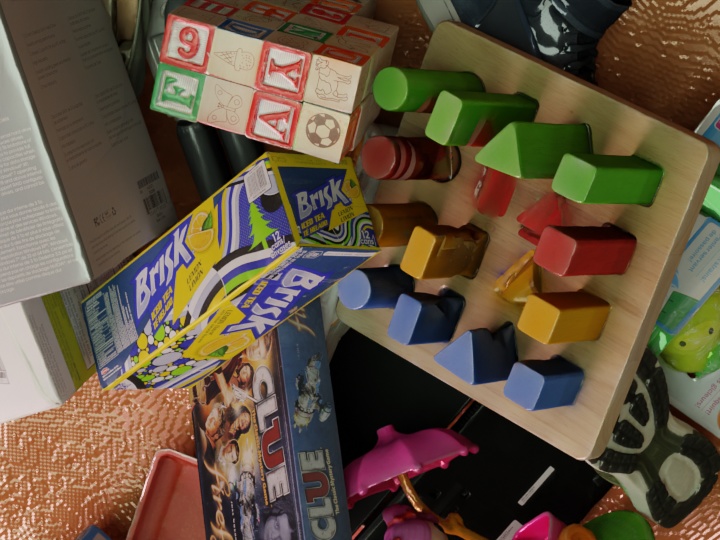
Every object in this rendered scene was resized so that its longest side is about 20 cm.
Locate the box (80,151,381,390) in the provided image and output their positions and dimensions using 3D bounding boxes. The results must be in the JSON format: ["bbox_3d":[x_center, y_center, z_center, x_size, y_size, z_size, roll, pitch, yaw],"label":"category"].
[{"bbox_3d":[-0.080,0.003,1.350,0.200,0.070,0.064,-35,64,41],"label":"box"}]

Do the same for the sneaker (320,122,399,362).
[{"bbox_3d":[0.000,0.000,1.454,0.092,0.076,0.200,10,110,-29],"label":"sneaker"}]

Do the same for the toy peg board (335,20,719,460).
[{"bbox_3d":[0.070,-0.020,1.308,0.200,0.098,0.199,30,108,32],"label":"toy peg board"}]

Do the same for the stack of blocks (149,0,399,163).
[{"bbox_3d":[-0.040,-0.131,1.358,0.115,0.200,0.059,16,110,6],"label":"stack of blocks"}]

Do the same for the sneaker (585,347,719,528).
[{"bbox_3d":[0.149,0.090,1.422,0.077,0.089,0.200,-49,136,-12],"label":"sneaker"}]

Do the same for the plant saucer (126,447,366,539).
[{"bbox_3d":[-0.072,0.235,1.570,0.200,0.037,0.200,21,110,3],"label":"plant saucer"}]

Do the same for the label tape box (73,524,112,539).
[{"bbox_3d":[-0.201,0.294,1.561,0.143,0.066,0.200,43,108,-4],"label":"label tape box"}]

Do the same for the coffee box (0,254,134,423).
[{"bbox_3d":[-0.277,-0.009,1.444,0.200,0.198,0.200,-16,102,16],"label":"coffee box"}]

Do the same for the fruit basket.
[{"bbox_3d":[0.245,0.018,1.412,0.200,0.094,0.185,37,110,-6],"label":"fruit basket"}]

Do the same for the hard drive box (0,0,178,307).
[{"bbox_3d":[-0.192,-0.095,1.313,0.077,0.156,0.200,-15,99,17],"label":"hard drive box"}]

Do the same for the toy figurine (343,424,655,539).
[{"bbox_3d":[0.061,0.183,1.391,0.184,0.200,0.150,36,132,-17],"label":"toy figurine"}]

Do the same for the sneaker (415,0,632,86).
[{"bbox_3d":[0.141,-0.129,1.374,0.146,0.077,0.202,-33,82,17],"label":"sneaker"}]

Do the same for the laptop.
[{"bbox_3d":[0.036,0.129,1.505,0.200,0.103,0.177,38,95,-29],"label":"laptop"}]

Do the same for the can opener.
[{"bbox_3d":[-0.096,-0.084,1.461,0.053,0.066,0.200,-15,109,14],"label":"can opener"}]

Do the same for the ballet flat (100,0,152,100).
[{"bbox_3d":[-0.156,-0.192,1.399,0.067,0.064,0.200,5,96,8],"label":"ballet flat"}]

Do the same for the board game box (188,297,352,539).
[{"bbox_3d":[-0.062,0.094,1.422,0.135,0.035,0.200,-29,65,57],"label":"board game box"}]
